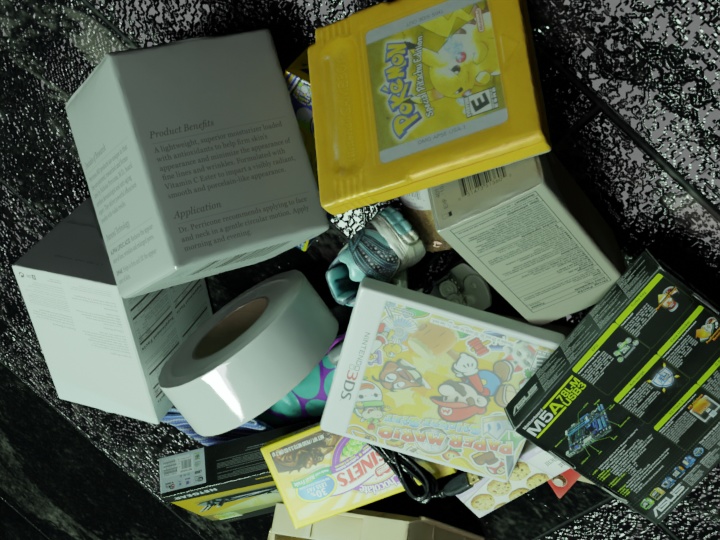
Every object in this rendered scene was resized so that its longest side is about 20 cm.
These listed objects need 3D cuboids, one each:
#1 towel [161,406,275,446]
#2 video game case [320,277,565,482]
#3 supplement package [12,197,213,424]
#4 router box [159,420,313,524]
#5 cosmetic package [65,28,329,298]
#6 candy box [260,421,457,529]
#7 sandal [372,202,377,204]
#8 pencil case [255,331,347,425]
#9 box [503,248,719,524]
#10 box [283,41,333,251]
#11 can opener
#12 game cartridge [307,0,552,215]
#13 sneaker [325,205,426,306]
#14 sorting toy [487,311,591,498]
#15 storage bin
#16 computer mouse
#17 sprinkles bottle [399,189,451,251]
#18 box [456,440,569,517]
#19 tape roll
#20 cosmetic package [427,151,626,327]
[{"bbox_3d":[-0.150,0.210,1.435,0.144,0.024,0.200,3,159,22],"label":"towel"},{"bbox_3d":[0.075,0.110,1.120,0.198,0.023,0.183,16,124,0],"label":"video game case"},{"bbox_3d":[-0.281,0.045,1.371,0.151,0.151,0.201,10,129,25],"label":"supplement package"},{"bbox_3d":[-0.119,0.248,1.403,0.198,0.053,0.157,-16,152,16],"label":"router box"},{"bbox_3d":[-0.158,-0.099,1.099,0.165,0.164,0.202,-21,85,60],"label":"cosmetic package"},{"bbox_3d":[-0.002,0.205,1.274,0.199,0.026,0.103,-23,95,16],"label":"candy box"},{"bbox_3d":[0.056,-0.123,1.007,0.200,0.045,0.075,-40,65,6],"label":"sandal"},{"bbox_3d":[-0.053,0.122,1.337,0.199,0.085,0.092,-20,126,40],"label":"pencil case"},{"bbox_3d":[0.266,0.112,1.061,0.193,0.048,0.200,34,106,-17],"label":"box"},{"bbox_3d":[-0.051,-0.119,1.159,0.070,0.064,0.201,28,135,10],"label":"box"},{"bbox_3d":[0.054,0.053,1.195,0.199,0.066,0.053,-35,95,25],"label":"can opener"},{"bbox_3d":[0.051,-0.154,0.972,0.199,0.178,0.032,-15,156,21],"label":"game cartridge"},{"bbox_3d":[0.000,0.000,1.167,0.078,0.086,0.200,53,164,12],"label":"sneaker"},{"bbox_3d":[0.175,0.151,1.228,0.199,0.070,0.200,10,129,25],"label":"sorting toy"},{"bbox_3d":[0.019,0.343,1.397,0.199,0.095,0.198,1,162,32],"label":"storage bin"},{"bbox_3d":[0.084,0.159,1.185,0.141,0.046,0.200,50,121,3],"label":"computer mouse"},{"bbox_3d":[0.058,-0.117,1.088,0.068,0.068,0.201,6,127,28],"label":"sprinkles bottle"},{"bbox_3d":[0.172,0.196,1.188,0.041,0.039,0.200,42,135,-6],"label":"box"},{"bbox_3d":[-0.124,0.089,1.272,0.202,0.203,0.071,-22,113,41],"label":"tape roll"},{"bbox_3d":[0.149,-0.035,1.016,0.105,0.072,0.200,-24,143,21],"label":"cosmetic package"}]
